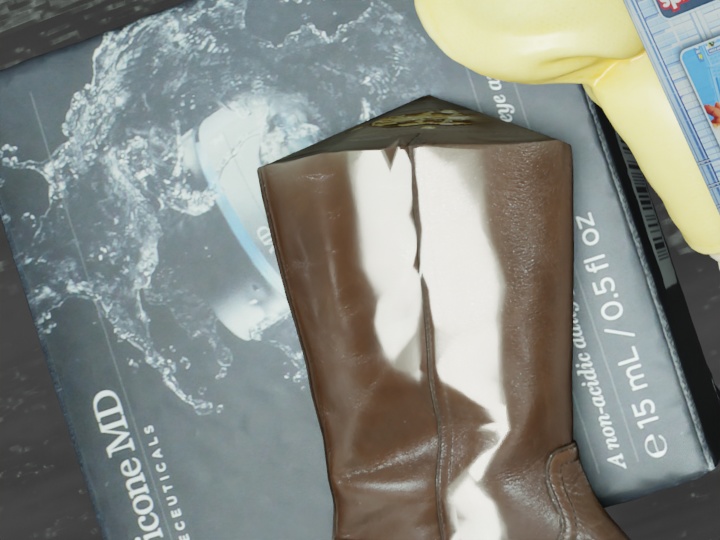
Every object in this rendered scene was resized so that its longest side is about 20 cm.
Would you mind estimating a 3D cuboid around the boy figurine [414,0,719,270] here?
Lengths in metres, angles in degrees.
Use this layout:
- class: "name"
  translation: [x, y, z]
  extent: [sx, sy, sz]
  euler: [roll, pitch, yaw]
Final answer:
- class: "boy figurine"
  translation: [0.094, -0.052, 0.695]
  extent: [0.064, 0.200, 0.124]
  euler: [-28, 56, 29]

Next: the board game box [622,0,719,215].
- class: "board game box"
  translation: [0.137, -0.088, 0.652]
  extent: [0.062, 0.200, 0.200]
  euler: [-18, 86, 41]

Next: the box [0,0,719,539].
- class: "box"
  translation: [0.000, 0.000, 0.796]
  extent: [0.200, 0.117, 0.197]
  euler: [-19, 88, 12]

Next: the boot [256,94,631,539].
- class: "boot"
  translation: [0.067, 0.041, 0.699]
  extent: [0.186, 0.064, 0.200]
  euler: [-6, 87, 8]
